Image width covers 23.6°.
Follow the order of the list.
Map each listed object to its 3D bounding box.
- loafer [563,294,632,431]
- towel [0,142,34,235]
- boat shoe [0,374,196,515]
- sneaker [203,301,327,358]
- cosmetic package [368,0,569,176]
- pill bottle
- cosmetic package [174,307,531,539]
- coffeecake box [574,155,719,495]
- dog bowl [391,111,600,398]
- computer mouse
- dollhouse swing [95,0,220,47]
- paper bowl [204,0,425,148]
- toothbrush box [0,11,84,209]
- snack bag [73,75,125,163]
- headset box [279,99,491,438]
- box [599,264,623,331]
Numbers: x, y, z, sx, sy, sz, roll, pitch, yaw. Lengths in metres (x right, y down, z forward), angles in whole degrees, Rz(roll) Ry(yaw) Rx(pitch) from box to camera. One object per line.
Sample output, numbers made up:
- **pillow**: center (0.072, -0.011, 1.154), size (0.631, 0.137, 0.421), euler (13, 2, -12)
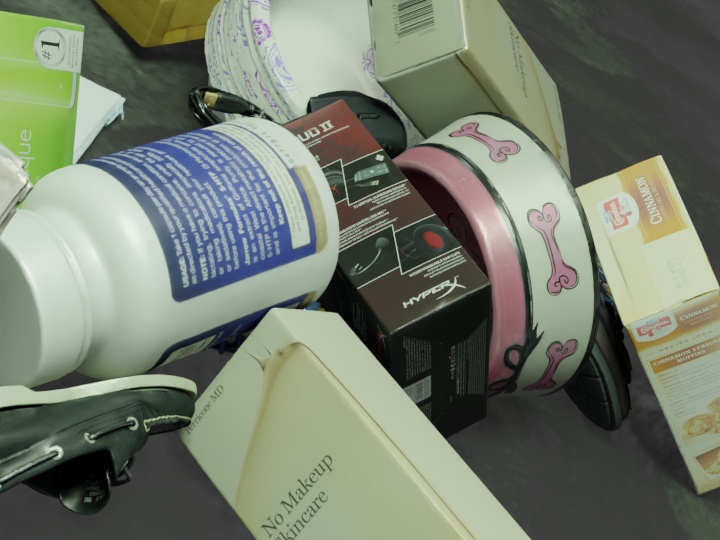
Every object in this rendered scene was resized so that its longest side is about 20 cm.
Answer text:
- **loafer**: center (0.161, 0.028, 1.239), size (0.072, 0.063, 0.200), euler (23, -32, 54)
- **towel**: center (-0.277, -0.026, 0.811), size (0.200, 0.191, 0.032), euler (38, 6, 9)
- **boat shoe**: center (-0.152, 0.094, 0.887), size (0.199, 0.074, 0.066), euler (2, 68, -60)
- **sneaker**: center (-0.104, 0.025, 1.067), size (0.200, 0.075, 0.088), euler (34, 44, 2)
- **cosmetic package**: center (0.081, -0.138, 1.264), size (0.200, 0.073, 0.104), euler (42, 37, -52)
- **pill bottle**: center (-0.120, -0.007, 0.943), size (0.200, 0.120, 0.120), euler (-21, 58, -43)
- **cosmetic package**: center (-0.001, 0.125, 0.952), size (0.200, 0.104, 0.073), euler (47, 20, 26)
- **coffeecake box**: center (0.236, 0.041, 1.278), size (0.154, 0.073, 0.200), euler (-101, 166, -48)
- **dog bowl**: center (0.072, -0.002, 1.169), size (0.074, 0.200, 0.200), euler (-16, 52, -29)
- **computer mouse**: center (-0.035, -0.105, 1.177), size (0.200, 0.034, 0.059), euler (1, 64, -48)
- **dollhouse swing**: center (-0.102, -0.290, 1.374), size (0.200, 0.176, 0.182), euler (-16, 43, -31)
- **paper bowl**: center (-0.035, -0.135, 1.314), size (0.200, 0.104, 0.201), euler (30, 44, -34)
- **toothbrush box**: center (-0.257, -0.074, 0.932), size (0.086, 0.146, 0.200), euler (8, 3, 43)
- **snack bag**: center (-0.267, -0.133, 1.180), size (0.200, 0.021, 0.189), euler (31, 26, -6)
- **headset box**: center (0.000, 0.000, 1.109), size (0.075, 0.149, 0.200), euler (-26, 55, -17)
- **box**: center (0.128, -0.011, 1.394), size (0.200, 0.050, 0.199), euler (36, 27, 1)
